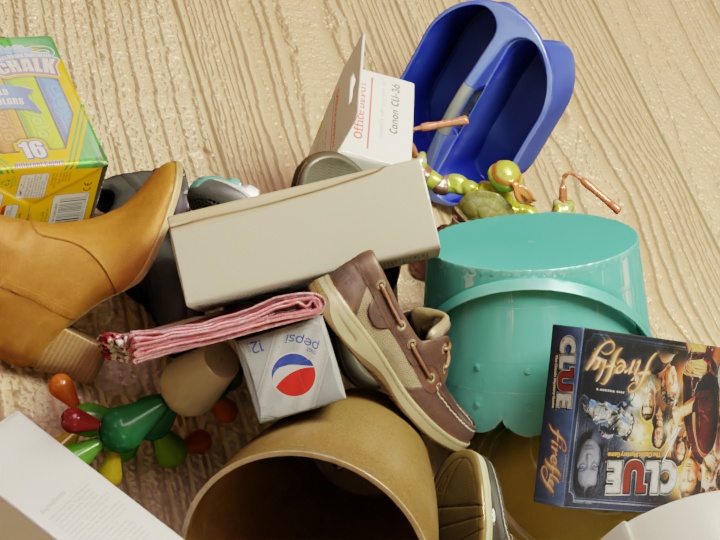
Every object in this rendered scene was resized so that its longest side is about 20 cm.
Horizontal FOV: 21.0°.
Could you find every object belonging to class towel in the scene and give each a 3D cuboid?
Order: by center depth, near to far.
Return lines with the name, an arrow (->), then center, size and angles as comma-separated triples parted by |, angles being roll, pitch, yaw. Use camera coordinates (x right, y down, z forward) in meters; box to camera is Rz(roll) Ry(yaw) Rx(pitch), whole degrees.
towel -> -0.116, 0.040, 1.438 | 0.143, 0.200, 0.023 | -14, 92, -15

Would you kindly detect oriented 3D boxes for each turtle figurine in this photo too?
turtle figurine -> 0.115, -0.040, 1.707 | 0.198, 0.162, 0.065 | 18, 43, -8

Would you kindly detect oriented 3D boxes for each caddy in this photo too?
caddy -> 0.108, -0.156, 1.800 | 0.141, 0.201, 0.105 | 38, 28, 18

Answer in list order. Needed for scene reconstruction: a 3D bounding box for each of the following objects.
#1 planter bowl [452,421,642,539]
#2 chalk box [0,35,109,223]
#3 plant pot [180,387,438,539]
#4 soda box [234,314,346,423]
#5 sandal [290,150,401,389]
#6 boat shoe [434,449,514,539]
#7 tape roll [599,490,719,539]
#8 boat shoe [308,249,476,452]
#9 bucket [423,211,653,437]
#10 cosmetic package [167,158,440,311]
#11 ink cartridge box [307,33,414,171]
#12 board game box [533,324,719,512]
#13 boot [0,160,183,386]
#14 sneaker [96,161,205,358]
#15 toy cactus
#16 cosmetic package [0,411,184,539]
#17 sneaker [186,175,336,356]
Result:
planter bowl -> 0.174, 0.175, 1.583 | 0.199, 0.084, 0.202 | 13, 45, -13
chalk box -> -0.308, -0.113, 1.614 | 0.123, 0.125, 0.201 | -7, 51, -30
plant pot -> -0.019, 0.172, 1.449 | 0.185, 0.187, 0.200 | 26, 26, 1
soda box -> -0.055, 0.071, 1.468 | 0.068, 0.200, 0.064 | -16, 91, -5
sandal -> 0.000, 0.000, 1.580 | 0.081, 0.054, 0.202 | -15, 96, -34
boat shoe -> 0.092, 0.239, 1.480 | 0.064, 0.073, 0.202 | 15, 67, -38
tape roll -> 0.264, 0.276, 1.440 | 0.201, 0.203, 0.140 | 2, 48, -23
boat shoe -> 0.041, 0.060, 1.478 | 0.200, 0.072, 0.072 | 50, 3, -31
bucket -> 0.143, 0.039, 1.598 | 0.205, 0.136, 0.207 | -4, 16, 1
cosmetic package -> -0.041, -0.025, 1.501 | 0.198, 0.104, 0.074 | -14, 86, 0
ink cartridge box -> -0.003, -0.090, 1.673 | 0.067, 0.201, 0.117 | 14, 44, -11
board game box -> 0.222, 0.120, 1.518 | 0.199, 0.034, 0.137 | 8, 87, -40
boot -> -0.237, -0.021, 1.529 | 0.143, 0.071, 0.203 | 26, 86, -12
sneaker -> -0.177, -0.004, 1.617 | 0.090, 0.076, 0.201 | -5, 46, -12
toy cactus -> -0.146, 0.092, 1.458 | 0.199, 0.165, 0.103 | -13, 72, -43
cosmetic package -> -0.199, 0.202, 1.375 | 0.199, 0.102, 0.074 | 38, 44, 11
sneaker -> -0.083, 0.014, 1.593 | 0.201, 0.077, 0.091 | 52, 56, -10
